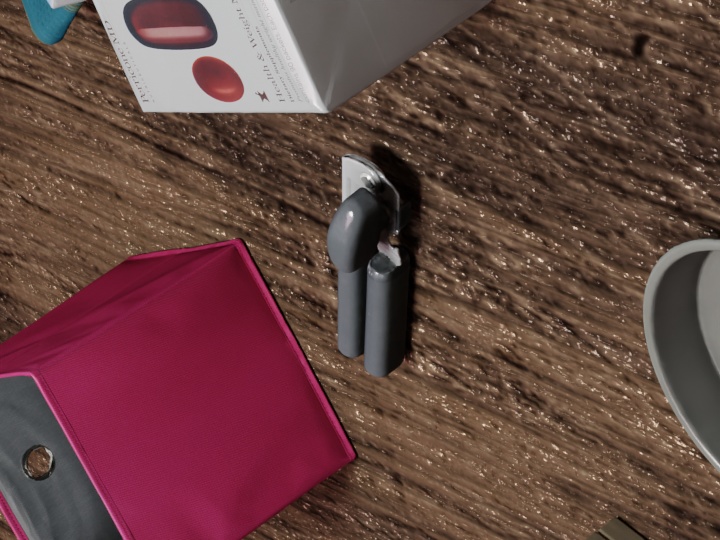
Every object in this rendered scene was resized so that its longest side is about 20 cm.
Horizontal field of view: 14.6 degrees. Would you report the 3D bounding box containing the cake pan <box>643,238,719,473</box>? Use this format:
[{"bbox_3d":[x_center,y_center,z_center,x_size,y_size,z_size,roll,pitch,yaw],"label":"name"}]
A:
[{"bbox_3d":[0.245,0.062,1.600,0.200,0.037,0.201,38,147,30],"label":"cake pan"}]

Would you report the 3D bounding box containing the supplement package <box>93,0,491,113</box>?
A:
[{"bbox_3d":[-0.064,-0.209,1.678,0.200,0.147,0.192,4,123,55],"label":"supplement package"}]

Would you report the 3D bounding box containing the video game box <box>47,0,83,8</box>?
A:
[{"bbox_3d":[-0.215,-0.307,1.857,0.183,0.047,0.200,57,150,32],"label":"video game box"}]

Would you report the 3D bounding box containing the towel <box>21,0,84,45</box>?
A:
[{"bbox_3d":[-0.214,-0.256,1.957,0.147,0.022,0.200,68,153,10],"label":"towel"}]

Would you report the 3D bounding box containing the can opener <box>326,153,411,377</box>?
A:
[{"bbox_3d":[0.000,0.000,1.894,0.053,0.066,0.200,38,152,27],"label":"can opener"}]

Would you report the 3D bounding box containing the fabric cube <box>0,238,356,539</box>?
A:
[{"bbox_3d":[-0.165,0.113,2.121,0.200,0.199,0.197,-9,113,59],"label":"fabric cube"}]

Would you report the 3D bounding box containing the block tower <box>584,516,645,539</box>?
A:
[{"bbox_3d":[0.166,0.257,1.911,0.058,0.054,0.201,38,147,31],"label":"block tower"}]
